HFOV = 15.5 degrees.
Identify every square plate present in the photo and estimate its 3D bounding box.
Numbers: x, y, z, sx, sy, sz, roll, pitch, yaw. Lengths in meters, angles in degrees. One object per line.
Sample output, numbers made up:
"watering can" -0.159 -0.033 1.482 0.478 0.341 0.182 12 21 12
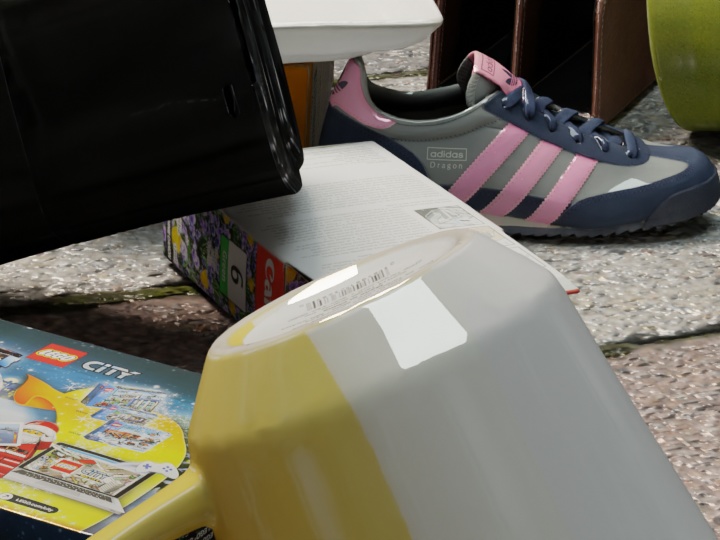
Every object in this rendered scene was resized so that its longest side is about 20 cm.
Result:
"square plate" -0.070 -0.137 1.317 0.198 0.029 0.200 -4 22 -6

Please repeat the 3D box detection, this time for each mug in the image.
"mug" 0.014 0.081 0.739 0.149 0.153 0.186 -15 11 46

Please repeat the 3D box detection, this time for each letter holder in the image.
"letter holder" 0.121 -0.176 1.493 0.100 0.143 0.200 10 22 20

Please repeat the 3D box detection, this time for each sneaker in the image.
"sneaker" 0.080 -0.064 1.280 0.199 0.082 0.070 0 21 -7

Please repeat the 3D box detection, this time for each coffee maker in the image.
"coffee maker" -0.129 -0.059 1.093 0.199 0.135 0.192 -16 19 4

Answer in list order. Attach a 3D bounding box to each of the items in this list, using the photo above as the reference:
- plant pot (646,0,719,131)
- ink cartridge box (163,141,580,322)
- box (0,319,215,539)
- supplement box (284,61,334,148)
"plant pot" 0.258 -0.142 1.392 0.192 0.201 0.200 -2 18 23
"ink cartridge box" 0.000 0.000 1.154 0.109 0.050 0.200 -8 25 -25
"box" -0.142 0.065 0.985 0.200 0.038 0.137 14 23 27
"supplement box" -0.081 -0.107 1.384 0.126 0.074 0.200 3 21 2
